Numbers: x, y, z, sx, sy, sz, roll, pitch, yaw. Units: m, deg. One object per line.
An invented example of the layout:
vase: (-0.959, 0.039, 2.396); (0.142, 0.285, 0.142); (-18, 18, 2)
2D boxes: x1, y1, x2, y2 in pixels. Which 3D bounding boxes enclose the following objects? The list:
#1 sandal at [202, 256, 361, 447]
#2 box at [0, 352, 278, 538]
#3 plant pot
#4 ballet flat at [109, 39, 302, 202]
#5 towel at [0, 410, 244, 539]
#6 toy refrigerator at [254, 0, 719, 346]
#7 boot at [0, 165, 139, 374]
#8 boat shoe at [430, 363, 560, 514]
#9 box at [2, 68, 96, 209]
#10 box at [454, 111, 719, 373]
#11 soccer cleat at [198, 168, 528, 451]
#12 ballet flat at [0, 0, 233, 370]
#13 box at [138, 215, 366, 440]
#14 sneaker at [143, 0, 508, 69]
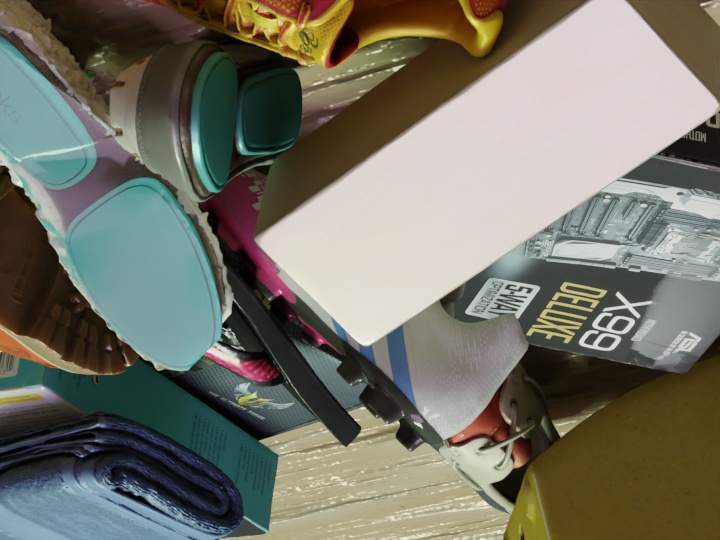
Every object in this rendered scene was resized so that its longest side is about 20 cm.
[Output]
sandal: (-0.066, 0.030, 1.361); (0.045, 0.075, 0.200); (-40, 128, -4)
box: (-0.133, 0.085, 1.480); (0.082, 0.049, 0.200); (-10, 149, 32)
plant pot: (0.185, 0.161, 1.485); (0.199, 0.195, 0.196); (-7, 154, -10)
ballet flat: (-0.075, -0.066, 1.202); (0.063, 0.068, 0.200); (5, -175, 11)
towel: (-0.161, 0.120, 1.448); (0.200, 0.049, 0.112); (-17, 144, 39)
toy refrigerator: (0.054, -0.059, 1.198); (0.200, 0.070, 0.076); (-35, 114, 27)
boot: (-0.199, -0.015, 1.293); (0.107, 0.075, 0.200); (4, 150, 46)
boat shoe: (0.072, 0.085, 1.521); (0.071, 0.063, 0.200); (-44, 152, -6)
box: (-0.209, -0.054, 1.340); (0.117, 0.049, 0.200); (15, 149, -19)
box: (0.119, -0.025, 1.342); (0.157, 0.050, 0.200); (12, 151, -12)
soccer cleat: (0.000, 0.000, 1.330); (0.086, 0.200, 0.070); (-42, 149, -5)
ballet flat: (-0.119, -0.048, 1.258); (0.072, 0.072, 0.200); (-16, 119, 34)
box: (-0.100, 0.029, 1.477); (0.157, 0.051, 0.200); (-20, 143, 38)
sneaker: (-0.038, -0.123, 1.151); (0.199, 0.077, 0.073); (2, 154, 9)
